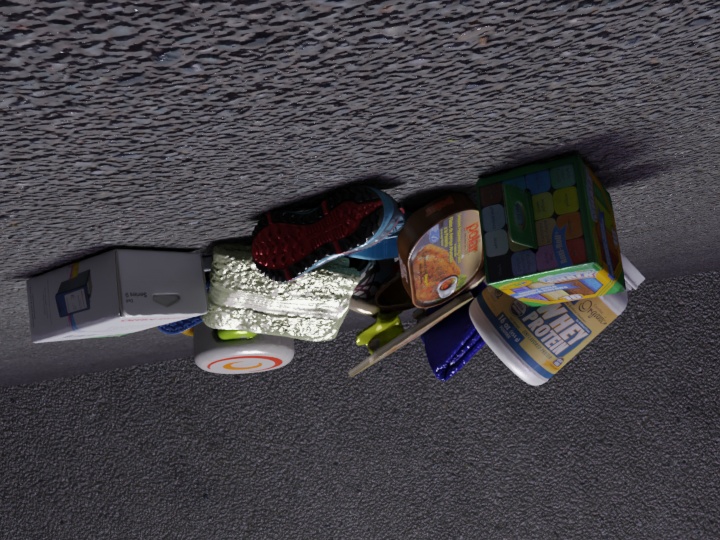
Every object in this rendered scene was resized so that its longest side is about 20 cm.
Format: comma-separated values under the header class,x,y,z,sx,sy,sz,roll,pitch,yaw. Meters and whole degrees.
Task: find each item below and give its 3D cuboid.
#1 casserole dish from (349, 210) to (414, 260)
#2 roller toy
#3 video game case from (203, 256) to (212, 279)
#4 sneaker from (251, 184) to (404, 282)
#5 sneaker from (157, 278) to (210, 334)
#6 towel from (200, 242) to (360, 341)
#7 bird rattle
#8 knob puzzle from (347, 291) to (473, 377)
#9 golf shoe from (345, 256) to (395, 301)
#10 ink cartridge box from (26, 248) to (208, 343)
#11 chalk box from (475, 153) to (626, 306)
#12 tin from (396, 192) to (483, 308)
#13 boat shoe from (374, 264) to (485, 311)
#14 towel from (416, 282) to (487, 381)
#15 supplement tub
class,x,y,z,sx,sy,sz,roll,pitch,yaw
casserole dish,0.039,-0.046,1.107,0.119,0.040,0.199,-13,173,23
roller toy,-0.212,0.102,1.515,0.180,0.143,0.198,12,155,-42
video game case,-0.150,-0.005,1.252,0.196,0.022,0.182,-7,172,-10
sneaker,-0.035,-0.036,0.942,0.197,0.081,0.095,-14,173,34
sneaker,-0.197,0.034,1.200,0.196,0.071,0.078,-14,-166,0
towel,-0.108,0.033,1.121,0.196,0.037,0.150,9,130,-12
bird rattle,0.020,0.026,1.352,0.161,0.202,0.114,23,124,-13
knob puzzle,0.084,0.074,1.215,0.217,0.031,0.220,-32,172,-5
golf shoe,0.000,0.000,1.220,0.199,0.078,0.088,-24,167,-50
ink cartridge box,-0.317,0.035,1.095,0.197,0.089,0.144,-12,172,37
chalk box,0.208,-0.044,0.938,0.122,0.128,0.199,-12,164,26
tin,0.102,-0.023,1.052,0.110,0.042,0.201,-25,150,-8
boat shoe,0.102,0.012,1.183,0.198,0.073,0.067,-27,177,34
towel,0.157,0.079,1.320,0.049,0.148,0.200,34,-166,-14
supplement tub,0.254,0.034,1.096,0.200,0.145,0.144,-45,162,13
